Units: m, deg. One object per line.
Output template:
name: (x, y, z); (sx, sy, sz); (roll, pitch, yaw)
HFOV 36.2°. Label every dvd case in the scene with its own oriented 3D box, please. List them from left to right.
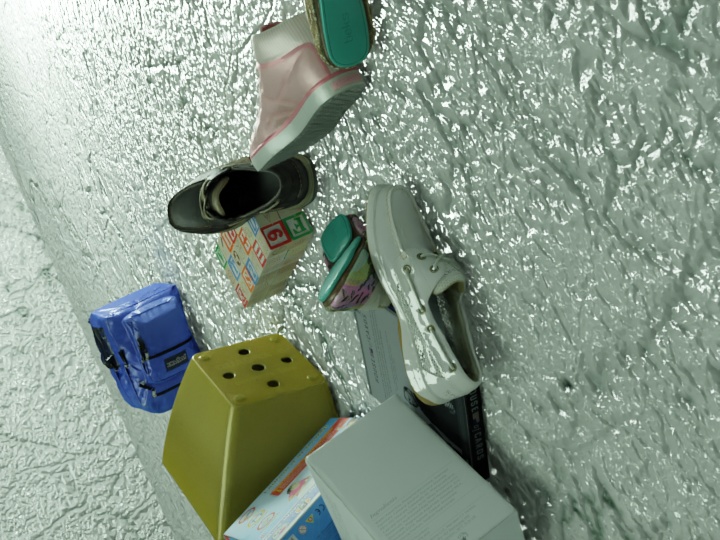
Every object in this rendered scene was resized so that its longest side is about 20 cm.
dvd case: (0.057, 0.105, 1.108); (0.200, 0.024, 0.152); (37, 143, 51)

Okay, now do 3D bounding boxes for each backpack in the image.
backpack: (-0.358, 0.145, 1.901); (0.167, 0.161, 0.203); (9, 119, 60)

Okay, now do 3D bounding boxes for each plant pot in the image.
plant pot: (-0.134, 0.201, 1.434); (0.200, 0.198, 0.179); (39, 134, 48)

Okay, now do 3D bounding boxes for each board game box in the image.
board game box: (-0.048, 0.257, 1.259); (0.056, 0.200, 0.195); (48, 160, -9)

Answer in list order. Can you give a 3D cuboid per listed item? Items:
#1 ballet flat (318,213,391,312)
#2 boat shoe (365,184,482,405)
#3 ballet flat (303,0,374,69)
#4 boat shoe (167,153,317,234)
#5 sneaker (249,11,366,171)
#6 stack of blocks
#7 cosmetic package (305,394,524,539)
ballet flat: (0.000, 0.000, 1.036); (0.071, 0.069, 0.200); (37, -168, -13)
boat shoe: (0.063, 0.013, 0.966); (0.069, 0.070, 0.203); (-22, 83, 41)
ballet flat: (-0.029, -0.265, 0.899); (0.065, 0.070, 0.202); (-120, 23, -53)
boat shoe: (-0.141, -0.085, 1.192); (0.198, 0.073, 0.076); (-16, 86, 32)
sneaker: (-0.069, -0.176, 1.054); (0.106, 0.075, 0.200); (60, 150, 4)
stack of blocks: (-0.126, -0.047, 1.328); (0.116, 0.058, 0.200); (61, 157, 13)
cosmetic package: (0.066, 0.268, 1.078); (0.200, 0.122, 0.201); (39, 156, 46)
